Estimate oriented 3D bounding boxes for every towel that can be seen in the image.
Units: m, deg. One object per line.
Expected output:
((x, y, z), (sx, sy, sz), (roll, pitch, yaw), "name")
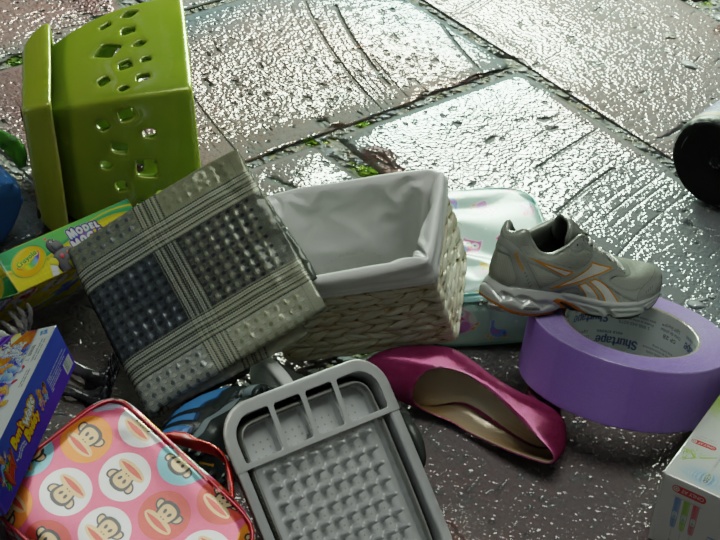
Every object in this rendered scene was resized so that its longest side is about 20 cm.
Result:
((-0.150, 0.011, 1.724), (0.199, 0.035, 0.193), (-30, 70, 0), "towel")

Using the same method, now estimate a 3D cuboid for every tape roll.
((0.255, 0.082, 1.786), (0.198, 0.066, 0.200), (9, 21, -3), "tape roll")

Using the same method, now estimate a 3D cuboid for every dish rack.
((-0.024, 0.191, 1.577), (0.171, 0.043, 0.201), (-19, 82, -33), "dish rack")

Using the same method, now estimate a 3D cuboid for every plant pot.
((-0.263, -0.154, 1.971), (0.180, 0.200, 0.201), (-6, 37, -6), "plant pot")

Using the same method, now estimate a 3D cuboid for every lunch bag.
((-0.183, 0.204, 1.521), (0.176, 0.082, 0.200), (-40, 68, -20), "lunch bag")
((0.120, -0.006, 1.915), (0.159, 0.078, 0.201), (-1, 36, -7), "lunch bag")

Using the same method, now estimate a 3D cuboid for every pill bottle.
((0.458, -0.160, 2.151), (0.111, 0.113, 0.200), (28, 41, 28), "pill bottle")

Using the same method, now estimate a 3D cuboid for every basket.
((0.000, 0.000, 1.792), (0.198, 0.124, 0.136), (-9, 44, 19), "basket")

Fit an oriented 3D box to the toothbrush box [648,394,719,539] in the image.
((0.372, 0.188, 1.681), (0.145, 0.087, 0.200), (24, 41, 23), "toothbrush box")

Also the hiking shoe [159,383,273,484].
((-0.159, 0.169, 1.658), (0.199, 0.075, 0.086), (-31, 20, -31), "hiking shoe")

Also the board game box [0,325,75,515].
((-0.330, 0.133, 1.537), (0.133, 0.045, 0.201), (-13, 30, 17), "board game box")

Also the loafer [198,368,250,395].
((-0.174, 0.047, 1.815), (0.072, 0.073, 0.201), (-4, 46, -29), "loafer")

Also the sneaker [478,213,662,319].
((0.213, -0.008, 1.776), (0.199, 0.093, 0.076), (-1, 23, -29), "sneaker")

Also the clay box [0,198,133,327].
((-0.312, 0.003, 1.793), (0.199, 0.115, 0.048), (-27, 82, -45), "clay box")

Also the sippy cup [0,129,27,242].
((-0.425, -0.083, 1.908), (0.130, 0.140, 0.178), (33, 82, 17), "sippy cup")

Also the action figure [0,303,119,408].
((-0.324, 0.087, 1.702), (0.198, 0.103, 0.119), (6, 22, -1), "action figure")

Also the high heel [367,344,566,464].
((0.097, 0.130, 1.737), (0.199, 0.068, 0.096), (20, 25, -3), "high heel")

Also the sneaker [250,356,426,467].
((-0.018, 0.140, 1.707), (0.099, 0.071, 0.200), (-19, 49, -34), "sneaker")
